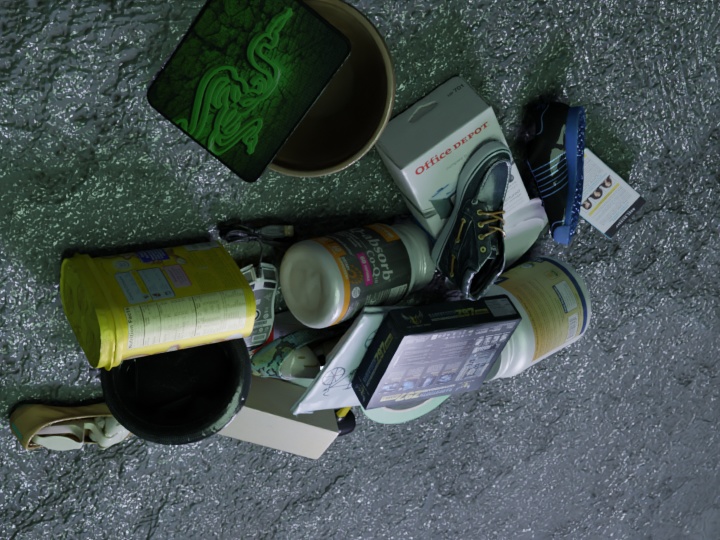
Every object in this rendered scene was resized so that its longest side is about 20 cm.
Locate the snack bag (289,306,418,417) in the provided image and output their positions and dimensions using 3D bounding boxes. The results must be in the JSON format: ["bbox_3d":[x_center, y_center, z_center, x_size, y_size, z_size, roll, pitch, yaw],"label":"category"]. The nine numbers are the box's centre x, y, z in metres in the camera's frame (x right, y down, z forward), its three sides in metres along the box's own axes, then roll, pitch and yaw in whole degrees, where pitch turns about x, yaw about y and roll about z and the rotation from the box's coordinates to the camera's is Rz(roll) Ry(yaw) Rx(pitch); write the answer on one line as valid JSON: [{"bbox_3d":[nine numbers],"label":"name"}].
[{"bbox_3d":[0.016,0.121,1.602,0.188,0.021,0.200,-1,135,-47],"label":"snack bag"}]

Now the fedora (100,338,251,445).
[{"bbox_3d":[-0.232,0.133,1.530,0.200,0.201,0.092,-40,172,5],"label":"fedora"}]

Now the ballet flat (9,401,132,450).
[{"bbox_3d":[-0.366,0.213,1.557,0.199,0.063,0.069,2,126,-36],"label":"ballet flat"}]

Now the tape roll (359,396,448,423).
[{"bbox_3d":[0.077,0.149,1.811,0.199,0.048,0.201,-19,135,-20],"label":"tape roll"}]

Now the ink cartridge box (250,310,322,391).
[{"bbox_3d":[-0.104,0.131,1.671,0.199,0.047,0.161,-17,136,-24],"label":"ink cartridge box"}]

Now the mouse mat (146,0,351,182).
[{"bbox_3d":[-0.124,-0.217,1.287,0.200,0.161,0.008,-52,-179,18],"label":"mouse mat"}]

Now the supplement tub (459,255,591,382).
[{"bbox_3d":[0.231,0.073,1.745,0.199,0.144,0.145,-23,139,-36],"label":"supplement tub"}]

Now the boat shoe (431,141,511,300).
[{"bbox_3d":[0.163,-0.061,1.514,0.071,0.091,0.201,-3,127,-33],"label":"boat shoe"}]

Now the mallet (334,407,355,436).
[{"bbox_3d":[0.002,0.182,1.729,0.066,0.041,0.200,1,139,-45],"label":"mallet"}]

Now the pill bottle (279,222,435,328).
[{"bbox_3d":[0.000,0.000,1.553,0.199,0.116,0.117,-17,137,-42],"label":"pill bottle"}]

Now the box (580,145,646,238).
[{"bbox_3d":[0.341,-0.125,1.738,0.082,0.049,0.200,-47,138,13],"label":"box"}]

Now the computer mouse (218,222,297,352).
[{"bbox_3d":[-0.148,0.021,1.547,0.109,0.044,0.201,-9,127,-35],"label":"computer mouse"}]

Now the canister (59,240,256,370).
[{"bbox_3d":[-0.243,0.036,1.416,0.199,0.149,0.087,-9,132,-30],"label":"canister"}]

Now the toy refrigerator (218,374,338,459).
[{"bbox_3d":[-0.136,0.200,1.656,0.199,0.076,0.070,19,124,-30],"label":"toy refrigerator"}]

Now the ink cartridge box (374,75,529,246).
[{"bbox_3d":[0.123,-0.134,1.556,0.146,0.086,0.200,-35,140,-2],"label":"ink cartridge box"}]

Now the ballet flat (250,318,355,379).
[{"bbox_3d":[-0.052,0.111,1.607,0.199,0.074,0.074,-21,137,-17],"label":"ballet flat"}]

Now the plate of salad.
[{"bbox_3d":[0.198,-0.045,1.710,0.200,0.048,0.200,-32,160,-14],"label":"plate of salad"}]

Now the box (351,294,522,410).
[{"bbox_3d":[0.102,0.110,1.586,0.199,0.051,0.158,-6,139,-31],"label":"box"}]

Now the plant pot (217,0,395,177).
[{"bbox_3d":[-0.054,-0.212,1.326,0.201,0.201,0.093,-53,180,18],"label":"plant pot"}]

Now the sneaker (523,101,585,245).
[{"bbox_3d":[0.266,-0.135,1.627,0.070,0.077,0.201,-38,132,-60],"label":"sneaker"}]
